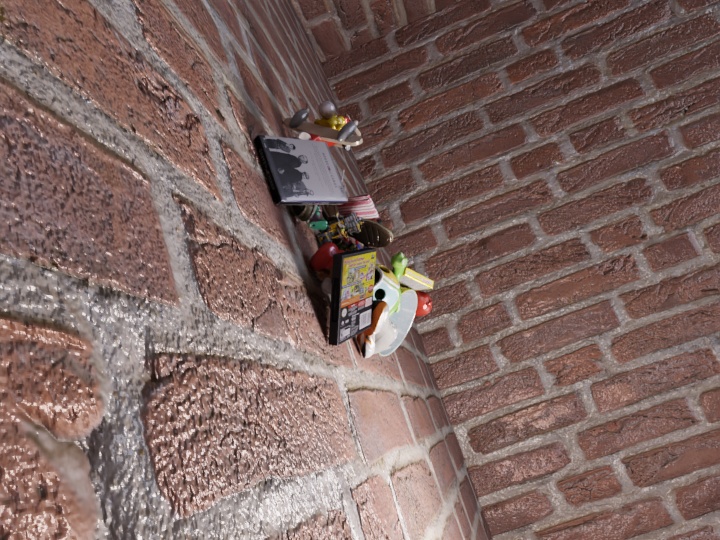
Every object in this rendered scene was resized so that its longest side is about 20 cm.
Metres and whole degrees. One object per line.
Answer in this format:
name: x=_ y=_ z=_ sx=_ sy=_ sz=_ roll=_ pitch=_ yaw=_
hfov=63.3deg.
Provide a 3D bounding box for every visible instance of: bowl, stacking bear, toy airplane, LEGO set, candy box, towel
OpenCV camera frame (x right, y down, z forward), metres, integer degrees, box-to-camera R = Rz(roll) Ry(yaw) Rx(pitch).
bowl: x=0.060 y=0.124 z=1.603 sx=0.107 sy=0.201 sz=0.200 roll=24 pitch=-16 yaw=27
stacking bear: x=0.117 y=0.119 z=1.749 sx=0.121 sy=0.199 sz=0.114 roll=-16 pitch=85 yaw=-83
toy airplane: x=-0.102 y=-0.377 z=1.552 sx=0.199 sy=0.199 sz=0.142 roll=-106 pitch=-161 yaw=-60
LEGO set: x=-0.033 y=-0.075 z=1.521 sx=0.200 sy=0.115 sz=0.154 roll=-44 pitch=112 yaw=-82
candy box: x=0.099 y=0.030 z=1.609 sx=0.102 sy=0.200 sz=0.027 roll=23 pitch=72 yaw=-31
towel: x=-0.013 y=-0.172 z=1.828 sx=0.200 sy=0.146 sz=0.030 roll=59 pitch=34 yaw=-56

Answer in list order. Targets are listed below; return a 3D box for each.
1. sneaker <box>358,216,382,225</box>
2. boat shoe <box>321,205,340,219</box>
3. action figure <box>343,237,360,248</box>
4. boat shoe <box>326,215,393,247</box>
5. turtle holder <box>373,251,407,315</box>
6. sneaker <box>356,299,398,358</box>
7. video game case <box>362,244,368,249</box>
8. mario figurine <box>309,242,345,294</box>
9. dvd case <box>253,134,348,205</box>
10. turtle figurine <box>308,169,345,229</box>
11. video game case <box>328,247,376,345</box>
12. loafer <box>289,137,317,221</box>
sneaker: x=-0.007 y=-0.120 z=1.722 sx=0.200 sy=0.086 sz=0.074 roll=13 pitch=-74 yaw=59
boat shoe: x=-0.092 y=-0.223 z=1.682 sx=0.076 sy=0.074 sz=0.200 roll=-98 pitch=165 yaw=-58
action figure: x=-0.015 y=-0.081 z=1.797 sx=0.200 sy=0.065 sz=0.099 roll=-98 pitch=-162 yaw=-57
boat shoe: x=0.005 y=-0.121 z=1.628 sx=0.076 sy=0.199 sz=0.072 roll=-39 pitch=145 yaw=-60
turtle holder: x=0.044 y=0.045 z=1.453 sx=0.132 sy=0.185 sz=0.141 roll=74 pitch=-2 yaw=-56
sneaker: x=0.051 y=0.131 z=1.399 sx=0.200 sy=0.092 sz=0.076 roll=106 pitch=-33 yaw=-51
video game case: x=0.000 y=0.000 z=1.625 sx=0.200 sy=0.019 sz=0.143 roll=-75 pitch=178 yaw=-79
mario figurine: x=-0.036 y=0.025 z=1.276 sx=0.124 sy=0.106 sz=0.200 roll=-118 pitch=-175 yaw=-55
dvd case: x=-0.122 y=-0.211 z=1.244 sx=0.200 sy=0.025 sz=0.151 roll=-8 pitch=74 yaw=-50
turtle figurine: x=-0.108 y=-0.207 z=1.437 sx=0.150 sy=0.100 sz=0.201 roll=41 pitch=41 yaw=-41
video game case: x=-0.015 y=0.048 z=1.232 sx=0.200 sy=0.025 sz=0.182 roll=-16 pitch=111 yaw=-68
loafer: x=-0.150 y=-0.201 z=1.287 sx=0.069 sy=0.075 sz=0.201 roll=0 pitch=68 yaw=-43
